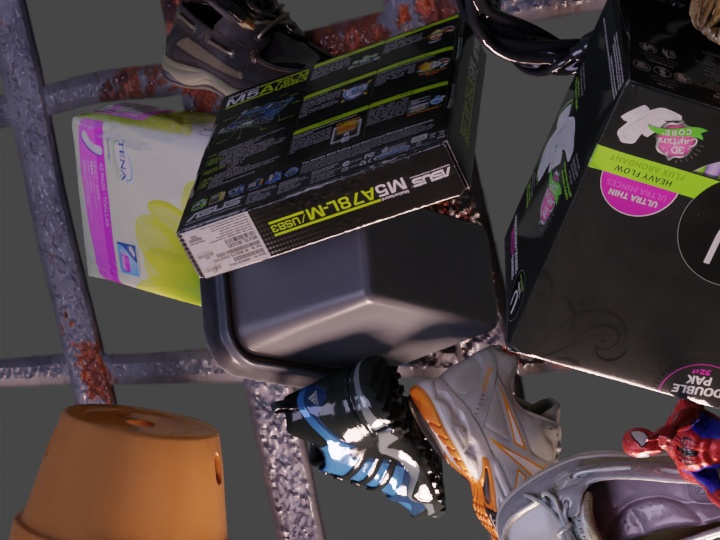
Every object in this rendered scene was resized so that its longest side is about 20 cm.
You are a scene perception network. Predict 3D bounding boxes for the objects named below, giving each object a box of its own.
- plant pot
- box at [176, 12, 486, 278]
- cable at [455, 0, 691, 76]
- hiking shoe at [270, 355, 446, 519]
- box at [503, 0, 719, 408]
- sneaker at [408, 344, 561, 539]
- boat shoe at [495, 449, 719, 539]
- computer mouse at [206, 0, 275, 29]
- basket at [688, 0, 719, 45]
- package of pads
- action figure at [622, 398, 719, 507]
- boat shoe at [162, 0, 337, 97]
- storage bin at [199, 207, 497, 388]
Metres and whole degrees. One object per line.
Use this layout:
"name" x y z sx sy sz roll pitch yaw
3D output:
"plant pot" -0.200 0.197 1.601 0.200 0.200 0.141 13 97 41
"box" -0.016 -0.089 1.266 0.199 0.193 0.048 -18 117 17
"cable" 0.149 -0.180 1.166 0.200 0.162 0.051 138 143 -59
"hiking shoe" 0.007 0.128 1.383 0.086 0.200 0.075 -13 52 14
"box" 0.188 -0.042 1.135 0.148 0.125 0.201 17 124 -8
"sneaker" 0.122 0.144 1.343 0.200 0.092 0.076 59 168 -18
"boat shoe" 0.181 0.162 1.250 0.201 0.065 0.075 -12 98 23
"computer mouse" -0.124 -0.271 1.411 0.044 0.109 0.200 -40 48 22
"basket" 0.298 -0.181 1.026 0.201 0.149 0.143 -62 25 15
"package of pads" -0.154 -0.058 1.545 0.199 0.068 0.155 13 114 40
"action figure" 0.252 0.118 1.141 0.199 0.099 0.066 1 107 25
"boat shoe" -0.084 -0.172 1.435 0.199 0.074 0.074 14 113 40
"storage bin" 0.000 0.000 1.333 0.134 0.200 0.146 -18 70 35
